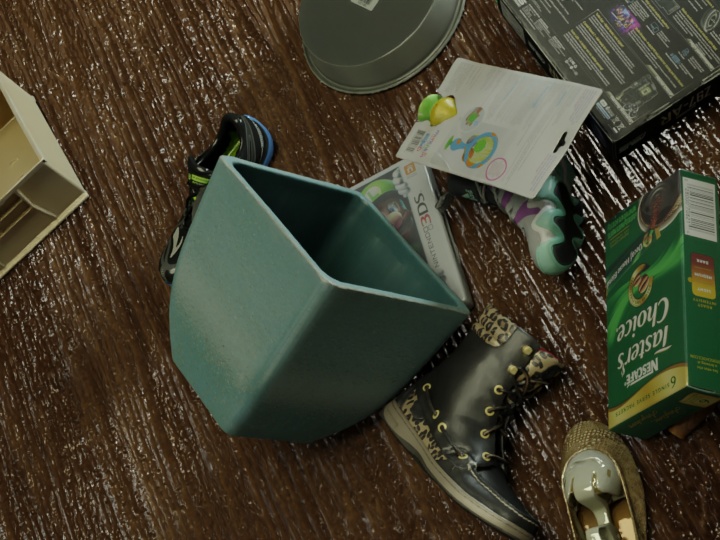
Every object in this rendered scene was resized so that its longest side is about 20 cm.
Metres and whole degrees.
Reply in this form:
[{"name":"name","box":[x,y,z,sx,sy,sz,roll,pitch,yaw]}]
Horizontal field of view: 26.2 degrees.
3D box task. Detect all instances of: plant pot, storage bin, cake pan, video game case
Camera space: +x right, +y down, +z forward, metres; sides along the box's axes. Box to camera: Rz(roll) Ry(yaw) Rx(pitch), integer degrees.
[{"name":"plant pot","box":[-0.063,0.045,1.414,0.196,0.195,0.201,48,113,38]},{"name":"storage bin","box":[-0.445,-0.106,1.806,0.198,0.094,0.200,-41,53,8]},{"name":"cake pan","box":[0.016,-0.284,1.646,0.199,0.037,0.201,-13,62,26]},{"name":"video game case","box":[0.000,0.000,1.527,0.199,0.023,0.183,-27,56,18]}]

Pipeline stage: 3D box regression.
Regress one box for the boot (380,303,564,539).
[{"name":"boot","box":[0.121,0.131,1.359,0.151,0.073,0.200,-49,44,2]}]

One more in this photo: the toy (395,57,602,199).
[{"name":"toy","box":[0.130,-0.124,1.407,0.200,0.047,0.116,24,78,48]}]

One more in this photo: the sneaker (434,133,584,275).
[{"name":"sneaker","box":[0.132,-0.069,1.453,0.139,0.078,0.201,-17,50,26]}]

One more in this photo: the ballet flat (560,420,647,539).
[{"name":"ballet flat","box":[0.202,0.207,1.276,0.070,0.065,0.201,-25,56,19]}]

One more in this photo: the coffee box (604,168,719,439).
[{"name":"coffee box","box":[0.255,0.029,1.304,0.123,0.044,0.201,138,140,-57]}]

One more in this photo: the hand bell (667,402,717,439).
[{"name":"hand bell","box":[0.313,0.051,1.288,0.104,0.104,0.201,37,102,38]}]

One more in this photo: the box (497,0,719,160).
[{"name":"box","box":[0.243,-0.224,1.425,0.160,0.044,0.200,-33,67,-2]}]

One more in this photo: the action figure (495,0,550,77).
[{"name":"action figure","box":[0.202,-0.220,1.482,0.117,0.055,0.201,-21,63,0]}]

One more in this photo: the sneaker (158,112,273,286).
[{"name":"sneaker","box":[-0.164,-0.077,1.626,0.071,0.083,0.200,19,79,37]}]
